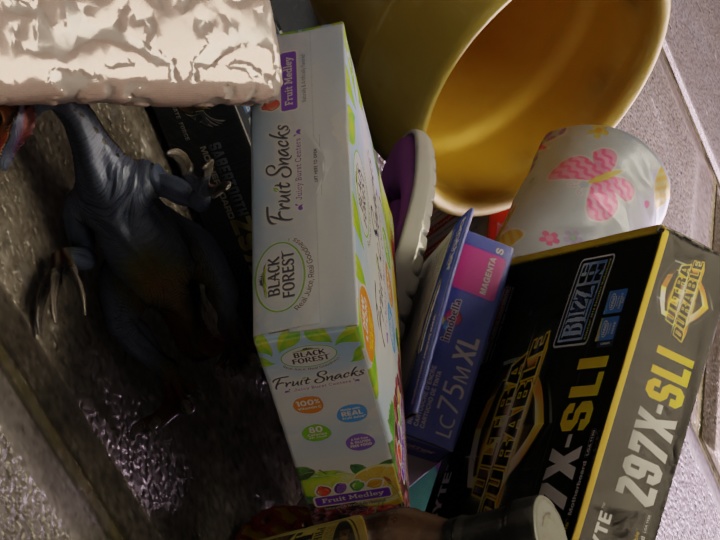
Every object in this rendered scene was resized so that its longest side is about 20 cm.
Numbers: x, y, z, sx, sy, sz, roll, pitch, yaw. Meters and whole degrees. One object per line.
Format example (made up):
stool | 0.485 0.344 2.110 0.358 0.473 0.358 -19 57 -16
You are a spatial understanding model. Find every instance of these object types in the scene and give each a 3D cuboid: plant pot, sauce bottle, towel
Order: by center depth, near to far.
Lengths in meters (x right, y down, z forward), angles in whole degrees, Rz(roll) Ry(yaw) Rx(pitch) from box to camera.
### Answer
towel | -0.139 -0.163 1.033 0.200 0.032 0.191 -4 74 -35
sauce bottle | -0.003 0.144 1.053 0.065 0.200 0.065 49 31 -44
plant pot | 0.054 -0.165 1.399 0.189 0.201 0.201 44 5 31

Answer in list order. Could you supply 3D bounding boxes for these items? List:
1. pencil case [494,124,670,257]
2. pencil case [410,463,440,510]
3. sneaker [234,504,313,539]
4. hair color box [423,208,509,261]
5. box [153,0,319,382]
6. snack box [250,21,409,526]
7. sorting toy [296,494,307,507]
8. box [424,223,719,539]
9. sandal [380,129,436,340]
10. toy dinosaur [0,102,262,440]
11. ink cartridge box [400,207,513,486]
pencil case | 0.117 0.005 1.330 0.091 0.083 0.200 28 52 -3
pencil case | 0.067 0.150 1.383 0.092 0.085 0.200 42 2 34
sneaker | 0.001 0.190 1.129 0.200 0.073 0.077 44 -16 39
hair color box | 0.069 0.010 1.446 0.061 0.101 0.200 35 38 -23
box | -0.044 -0.057 1.293 0.158 0.051 0.200 -56 128 -63
snack box | -0.015 0.001 1.092 0.142 0.053 0.200 73 10 -47
sorting toy | 0.018 0.246 1.213 0.200 0.107 0.180 60 44 -32
box | 0.097 0.085 1.127 0.049 0.160 0.200 25 75 -23
sandal | 0.003 -0.005 1.235 0.050 0.082 0.203 20 48 -10
toy dinosaur | -0.122 -0.014 1.093 0.182 0.105 0.200 61 -10 -9
ink cartridge box | 0.031 0.054 1.220 0.200 0.042 0.119 122 -13 -67
